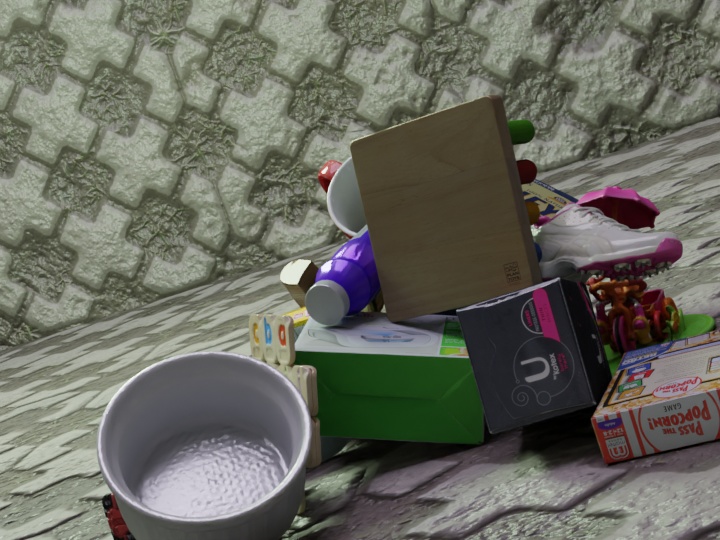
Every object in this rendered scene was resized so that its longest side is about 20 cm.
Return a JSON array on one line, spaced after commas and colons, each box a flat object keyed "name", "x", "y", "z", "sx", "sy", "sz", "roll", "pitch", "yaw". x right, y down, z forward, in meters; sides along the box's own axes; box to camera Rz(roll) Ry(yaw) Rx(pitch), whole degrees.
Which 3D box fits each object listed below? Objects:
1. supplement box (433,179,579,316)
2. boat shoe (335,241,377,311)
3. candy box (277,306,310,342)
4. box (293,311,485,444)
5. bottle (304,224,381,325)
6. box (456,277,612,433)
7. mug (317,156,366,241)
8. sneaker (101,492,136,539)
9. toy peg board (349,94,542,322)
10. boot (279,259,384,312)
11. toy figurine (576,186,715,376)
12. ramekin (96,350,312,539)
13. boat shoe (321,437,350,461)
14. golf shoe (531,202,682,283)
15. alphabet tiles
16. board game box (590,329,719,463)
[{"name": "supplement box", "x": 0.148, "y": 0.004, "z": 1.788, "sx": 0.134, "sy": 0.201, "sz": 0.200, "roll": 27, "pitch": 26, "yaw": 18}, {"name": "boat shoe", "x": -0.011, "y": 0.057, "z": 1.895, "sx": 0.063, "sy": 0.202, "sz": 0.073, "roll": -15, "pitch": -26, "yaw": 4}, {"name": "candy box", "x": -0.042, "y": 0.110, "z": 1.776, "sx": 0.102, "sy": 0.200, "sz": 0.026, "roll": -20, "pitch": 49, "yaw": 5}, {"name": "box", "x": 0.035, "y": 0.111, "z": 1.607, "sx": 0.199, "sy": 0.097, "sz": 0.177, "roll": 2, "pitch": 13, "yaw": 6}, {"name": "bottle", "x": 0.000, "y": 0.000, "z": 1.683, "sx": 0.084, "sy": 0.065, "sz": 0.200, "roll": -55, "pitch": -5, "yaw": 31}, {"name": "box", "x": 0.173, "y": 0.080, "z": 1.460, "sx": 0.106, "sy": 0.123, "sz": 0.200, "roll": -17, "pitch": -5, "yaw": 14}, {"name": "mug", "x": 0.045, "y": -0.063, "z": 1.903, "sx": 0.133, "sy": 0.178, "sz": 0.200, "roll": -27, "pitch": -36, "yaw": 3}, {"name": "sneaker", "x": -0.193, "y": 0.239, "z": 1.552, "sx": 0.095, "sy": 0.080, "sz": 0.200, "roll": -21, "pitch": 8, "yaw": -28}, {"name": "toy peg board", "x": 0.111, "y": -0.065, "z": 1.601, "sx": 0.199, "sy": 0.200, "sz": 0.098, "roll": -14, "pitch": -2, "yaw": 43}, {"name": "boot", "x": -0.007, "y": 0.061, "z": 2.045, "sx": 0.199, "sy": 0.155, "sz": 0.077, "roll": 7, "pitch": 58, "yaw": 47}, {"name": "toy figurine", "x": 0.281, "y": 0.003, "z": 1.651, "sx": 0.150, "sy": 0.185, "sz": 0.200, "roll": -15, "pitch": 9, "yaw": 29}, {"name": "ramekin", "x": -0.143, "y": 0.182, "z": 1.433, "sx": 0.199, "sy": 0.098, "sz": 0.201, "roll": 0, "pitch": 47, "yaw": 0}, {"name": "boat shoe", "x": -0.105, "y": 0.190, "z": 1.699, "sx": 0.199, "sy": 0.071, "sz": 0.091, "roll": -22, "pitch": 12, "yaw": -7}, {"name": "golf shoe", "x": 0.238, "y": -0.031, "z": 1.556, "sx": 0.199, "sy": 0.092, "sz": 0.075, "roll": -9, "pitch": -16, "yaw": 42}, {"name": "alphabet tiles", "x": -0.082, "y": 0.142, "z": 1.544, "sx": 0.015, "sy": 0.197, "sz": 0.200, "roll": -5, "pitch": 1, "yaw": -23}, {"name": "board game box", "x": 0.302, "y": 0.105, "z": 1.385, "sx": 0.151, "sy": 0.047, "sz": 0.200, "roll": -16, "pitch": 8, "yaw": 22}]
